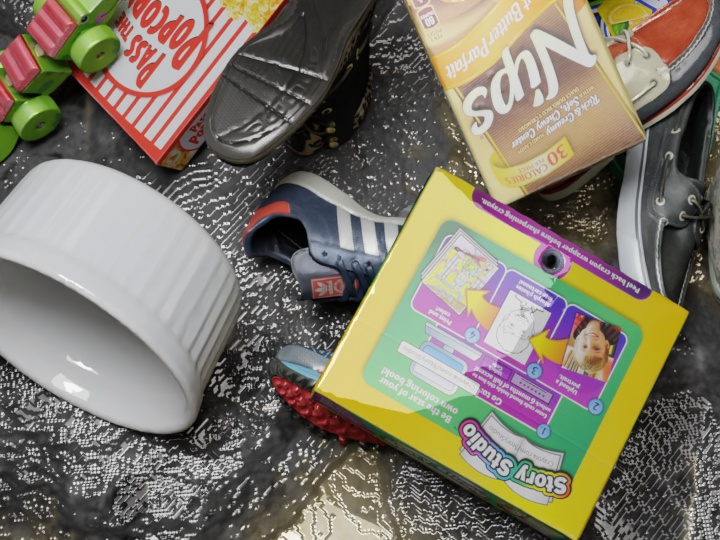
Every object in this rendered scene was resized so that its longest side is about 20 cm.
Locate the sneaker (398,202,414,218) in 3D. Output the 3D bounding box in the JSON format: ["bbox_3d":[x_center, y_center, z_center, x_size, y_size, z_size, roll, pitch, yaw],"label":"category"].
[{"bbox_3d":[0.118,0.007,1.094,0.199,0.072,0.080,39,56,19],"label":"sneaker"}]

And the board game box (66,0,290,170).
[{"bbox_3d":[-0.136,-0.204,1.147,0.151,0.046,0.201,44,103,18],"label":"board game box"}]

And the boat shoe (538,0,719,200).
[{"bbox_3d":[0.189,-0.139,1.093,0.200,0.062,0.071,-43,40,8],"label":"boat shoe"}]

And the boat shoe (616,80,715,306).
[{"bbox_3d":[0.230,-0.054,1.087,0.056,0.068,0.202,-12,60,37],"label":"boat shoe"}]

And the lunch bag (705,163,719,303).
[{"bbox_3d":[0.328,-0.060,1.043,0.138,0.200,0.169,28,69,7],"label":"lunch bag"}]

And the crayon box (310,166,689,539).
[{"bbox_3d":[0.093,0.057,0.991,0.198,0.058,0.174,30,80,1],"label":"crayon box"}]

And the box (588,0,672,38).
[{"bbox_3d":[0.225,-0.203,1.177,0.199,0.070,0.065,-32,72,-12],"label":"box"}]

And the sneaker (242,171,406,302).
[{"bbox_3d":[0.000,0.000,1.073,0.198,0.076,0.084,23,47,28],"label":"sneaker"}]

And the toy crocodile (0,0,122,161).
[{"bbox_3d":[-0.246,-0.162,1.132,0.200,0.062,0.068,-45,74,24],"label":"toy crocodile"}]

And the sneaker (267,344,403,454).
[{"bbox_3d":[0.033,0.079,1.063,0.197,0.080,0.096,14,58,-3],"label":"sneaker"}]

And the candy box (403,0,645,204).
[{"bbox_3d":[0.107,-0.159,1.036,0.114,0.055,0.202,-24,90,5],"label":"candy box"}]

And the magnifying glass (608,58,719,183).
[{"bbox_3d":[0.271,-0.140,1.176,0.079,0.022,0.200,38,71,16],"label":"magnifying glass"}]

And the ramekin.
[{"bbox_3d":[-0.178,0.016,1.021,0.199,0.201,0.098,25,62,11],"label":"ramekin"}]

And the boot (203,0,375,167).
[{"bbox_3d":[-0.044,-0.132,1.105,0.073,0.151,0.201,25,67,10],"label":"boot"}]
